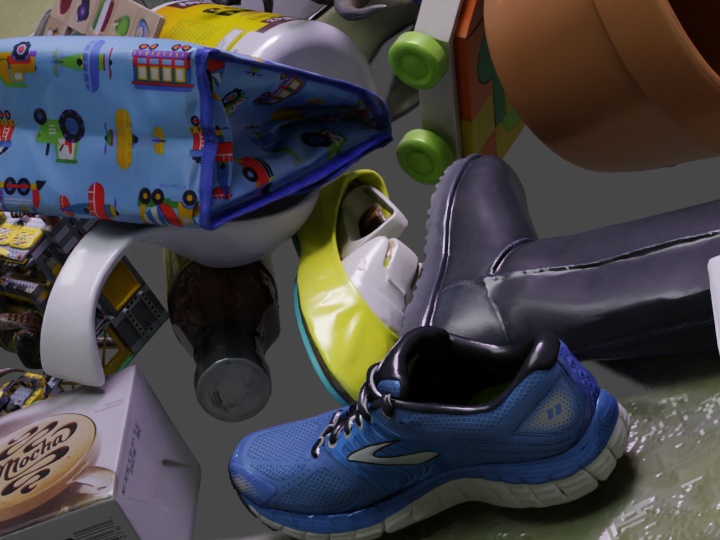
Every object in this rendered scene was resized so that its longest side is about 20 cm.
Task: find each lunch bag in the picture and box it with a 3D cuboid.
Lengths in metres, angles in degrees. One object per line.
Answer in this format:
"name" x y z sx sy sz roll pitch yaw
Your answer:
"lunch bag" -0.087 -0.084 1.287 0.150 0.095 0.200 5 11 31

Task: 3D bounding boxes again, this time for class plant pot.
"plant pot" 0.161 -0.138 1.253 0.140 0.200 0.200 -25 24 44

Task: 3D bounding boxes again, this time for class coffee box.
"coffee box" -0.189 0.140 1.215 0.199 0.080 0.113 -21 29 15

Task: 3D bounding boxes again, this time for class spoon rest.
"spoon rest" -0.097 -0.016 1.266 0.099 0.061 0.200 10 37 32

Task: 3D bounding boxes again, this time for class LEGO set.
"LEGO set" -0.218 0.019 1.385 0.154 0.116 0.200 -45 32 -17

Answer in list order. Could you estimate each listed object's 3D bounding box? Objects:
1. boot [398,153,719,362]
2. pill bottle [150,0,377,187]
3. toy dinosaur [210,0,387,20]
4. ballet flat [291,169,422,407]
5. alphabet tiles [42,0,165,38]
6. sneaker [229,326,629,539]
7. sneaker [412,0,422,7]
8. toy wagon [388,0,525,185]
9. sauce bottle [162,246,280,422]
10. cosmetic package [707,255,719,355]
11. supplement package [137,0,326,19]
"boot" 0.129 -0.015 1.189 0.199 0.066 0.165 -16 40 29
"pill bottle" -0.085 -0.110 1.489 0.109 0.110 0.200 -42 31 -22
"toy dinosaur" -0.033 -0.191 1.446 0.199 0.102 0.077 13 92 47
"ballet flat" 0.000 0.000 1.278 0.067 0.067 0.200 -39 24 13
"alphabet tiles" -0.191 -0.084 1.525 0.167 0.008 0.201 31 103 58
"sneaker" 0.022 0.067 1.118 0.199 0.089 0.079 -15 31 27
"sneaker" 0.056 -0.200 1.503 0.079 0.089 0.200 -58 10 4
"toy wagon" 0.067 -0.149 1.327 0.039 0.201 0.155 17 48 22
"sauce bottle" -0.079 0.015 1.331 0.066 0.066 0.200 -24 28 9
"cosmetic package" 0.253 0.024 0.973 0.199 0.113 0.081 -23 29 15
"supplement package" -0.071 -0.264 1.672 0.200 0.156 0.111 -40 31 -20
